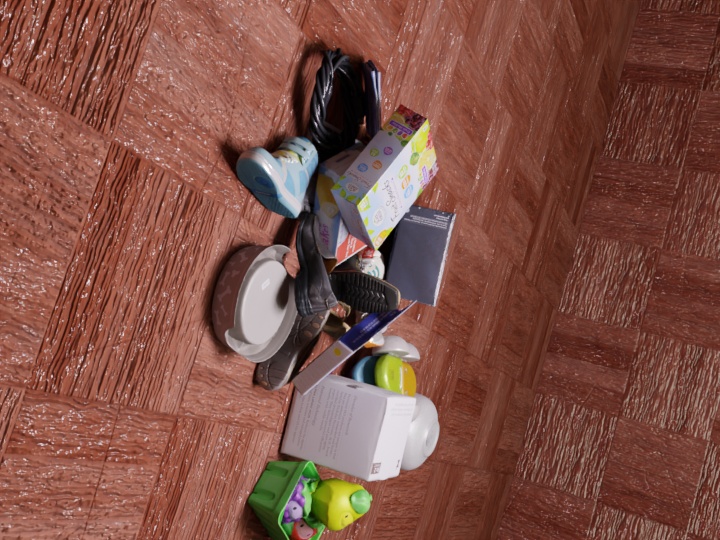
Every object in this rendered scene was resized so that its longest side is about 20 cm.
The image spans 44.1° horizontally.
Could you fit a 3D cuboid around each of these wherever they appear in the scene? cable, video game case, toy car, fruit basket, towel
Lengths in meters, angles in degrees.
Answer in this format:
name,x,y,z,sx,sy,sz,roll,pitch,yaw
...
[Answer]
name,x,y,z,sx,sy,sz,roll,pitch,yaw
cable,-0.049,-0.294,1.568,0.164,0.050,0.201,-57,149,-32
video game case,-0.060,-0.173,1.665,0.200,0.023,0.184,15,89,-63
toy car,0.047,0.240,1.935,0.200,0.149,0.177,37,51,-67
fruit basket,-0.088,0.462,1.704,0.156,0.214,0.216,-59,149,-32
towel,0.020,-0.307,1.639,0.200,0.024,0.146,-100,-173,-71

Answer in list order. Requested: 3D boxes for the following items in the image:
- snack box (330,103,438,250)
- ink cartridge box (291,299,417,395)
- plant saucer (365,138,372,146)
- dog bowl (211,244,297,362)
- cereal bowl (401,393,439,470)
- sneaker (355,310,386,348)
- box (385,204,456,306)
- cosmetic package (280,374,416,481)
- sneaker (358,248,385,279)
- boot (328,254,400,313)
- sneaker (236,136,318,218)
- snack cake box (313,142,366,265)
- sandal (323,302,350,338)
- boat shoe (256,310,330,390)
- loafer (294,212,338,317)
name,x,y,z,sx,sy,sz,roll,pitch,yaw
snack box,0.048,-0.159,1.554,0.200,0.067,0.169,-51,155,-12
ink cartridge box,-0.012,0.126,1.624,0.200,0.047,0.197,-44,175,33
plant saucer,0.018,-0.176,1.780,0.200,0.027,0.202,14,90,-75
dog bowl,-0.175,0.050,1.493,0.200,0.058,0.202,-38,135,-53
cereal bowl,0.149,0.424,2.300,0.200,0.083,0.202,-41,138,-52
sneaker,0.012,0.103,1.863,0.200,0.075,0.093,-71,154,-78
box,0.128,-0.036,1.933,0.200,0.122,0.200,-14,116,-85
cosmetic package,-0.021,0.306,1.761,0.165,0.199,0.166,19,84,-66
sneaker,0.001,0.000,1.819,0.200,0.070,0.094,-2,101,-68
boot,0.000,0.009,1.673,0.138,0.199,0.078,-42,141,-55
sneaker,-0.132,-0.182,1.453,0.200,0.079,0.131,61,49,-67
snack cake box,-0.026,-0.118,1.623,0.115,0.067,0.201,-36,147,-42
sandal,-0.054,0.074,1.742,0.212,0.077,0.070,60,44,-66
boat shoe,-0.117,0.129,1.620,0.201,0.076,0.072,-54,161,-2
loafer,-0.073,-0.013,1.547,0.073,0.072,0.202,67,18,-61
